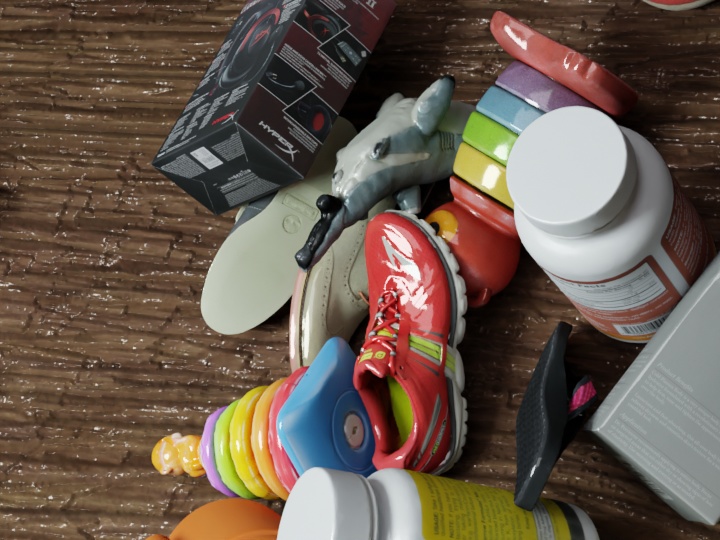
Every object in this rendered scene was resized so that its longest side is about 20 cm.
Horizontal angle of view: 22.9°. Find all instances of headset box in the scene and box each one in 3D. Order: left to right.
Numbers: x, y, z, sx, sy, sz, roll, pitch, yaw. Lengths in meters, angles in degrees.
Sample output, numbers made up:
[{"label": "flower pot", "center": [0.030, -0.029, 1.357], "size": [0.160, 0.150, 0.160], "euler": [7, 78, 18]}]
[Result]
[{"label": "headset box", "center": [-0.065, -0.157, 1.427], "size": [0.148, 0.075, 0.201], "euler": [-18, 40, 55]}]

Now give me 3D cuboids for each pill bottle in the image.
[{"label": "pill bottle", "center": [0.051, 0.195, 1.189], "size": [0.114, 0.198, 0.115], "euler": [-46, 36, 50]}, {"label": "pill bottle", "center": [0.173, -0.033, 1.237], "size": [0.111, 0.200, 0.113], "euler": [-10, 64, 22]}]

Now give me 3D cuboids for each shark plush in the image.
[{"label": "shark plush", "center": [0.029, -0.070, 1.355], "size": [0.091, 0.084, 0.200], "euler": [-18, 23, 50]}]

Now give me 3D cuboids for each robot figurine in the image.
[{"label": "robot figurine", "center": [-0.077, 0.232, 1.270], "size": [0.116, 0.145, 0.200], "euler": [-30, 16, -13]}]

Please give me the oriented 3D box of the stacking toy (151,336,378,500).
[{"label": "stacking toy", "center": [-0.082, 0.134, 1.355], "size": [0.199, 0.110, 0.116], "euler": [-12, 28, 34]}]

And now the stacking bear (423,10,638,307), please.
[{"label": "stacking bear", "center": [0.114, -0.071, 1.340], "size": [0.121, 0.113, 0.201], "euler": [36, 98, 42]}]

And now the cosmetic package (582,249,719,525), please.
[{"label": "cosmetic package", "center": [0.253, 0.062, 1.206], "size": [0.107, 0.090, 0.200], "euler": [40, 85, 3]}]

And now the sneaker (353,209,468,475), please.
[{"label": "sneaker", "center": [0.030, 0.054, 1.301], "size": [0.077, 0.084, 0.202], "euler": [-12, 85, 43]}]

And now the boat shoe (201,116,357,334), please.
[{"label": "boat shoe", "center": [-0.067, -0.038, 1.445], "size": [0.201, 0.071, 0.063], "euler": [-60, 15, -5]}]

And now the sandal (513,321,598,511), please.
[{"label": "sandal", "center": [0.138, 0.105, 1.241], "size": [0.045, 0.200, 0.076], "euler": [19, 118, -1]}]

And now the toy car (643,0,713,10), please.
[{"label": "toy car", "center": [0.228, -0.312, 1.331], "size": [0.183, 0.200, 0.178], "euler": [5, 71, 28]}]

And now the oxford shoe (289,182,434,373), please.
[{"label": "oxford shoe", "center": [0.000, 0.000, 1.389], "size": [0.073, 0.071, 0.202], "euler": [12, 75, 24]}]
